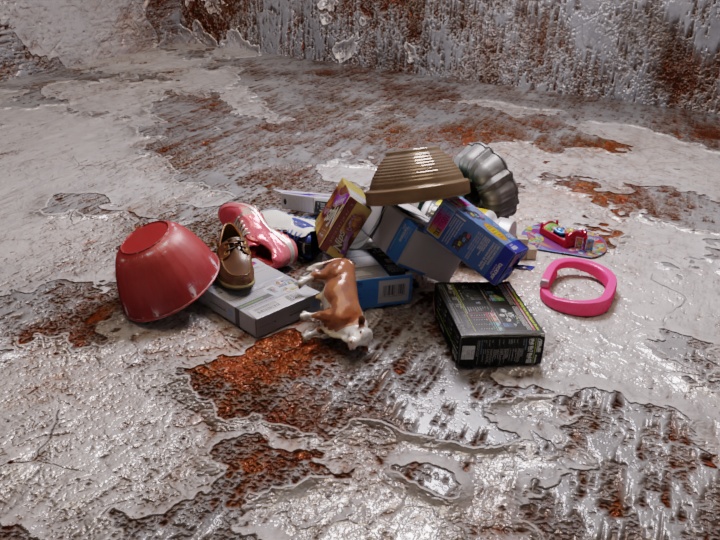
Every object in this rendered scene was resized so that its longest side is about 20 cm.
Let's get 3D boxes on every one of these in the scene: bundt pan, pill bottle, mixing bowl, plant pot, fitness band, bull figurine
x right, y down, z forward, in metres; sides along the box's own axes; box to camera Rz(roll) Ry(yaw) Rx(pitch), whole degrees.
[{"bbox_3d":[0.278,-0.194,1.768,0.075,0.205,0.201,-31,38,-23],"label":"bundt pan"},{"bbox_3d":[0.227,-0.080,1.603,0.196,0.117,0.114,14,27,23],"label":"pill bottle"},{"bbox_3d":[-0.362,-0.017,1.343,0.195,0.110,0.202,-15,33,10],"label":"mixing bowl"},{"bbox_3d":[0.102,-0.177,1.379,0.195,0.095,0.201,-6,9,1],"label":"plant pot"},{"bbox_3d":[0.434,0.029,1.491,0.141,0.038,0.200,14,29,22],"label":"fitness band"},{"bbox_3d":[-0.046,0.064,1.294,0.118,0.066,0.203,-6,49,-3],"label":"bull figurine"}]

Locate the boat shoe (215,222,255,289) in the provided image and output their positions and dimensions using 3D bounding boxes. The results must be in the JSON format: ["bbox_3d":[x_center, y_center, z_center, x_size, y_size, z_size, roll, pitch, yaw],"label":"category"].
[{"bbox_3d":[-0.241,-0.028,1.410,0.070,0.069,0.201,-5,27,-15],"label":"boat shoe"}]

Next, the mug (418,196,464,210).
[{"bbox_3d":[0.152,-0.177,1.741,0.182,0.155,0.114,23,18,12],"label":"mug"}]

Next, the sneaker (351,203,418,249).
[{"bbox_3d":[0.044,-0.126,1.642,0.197,0.077,0.081,-30,7,16],"label":"sneaker"}]

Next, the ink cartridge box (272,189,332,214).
[{"bbox_3d":[-0.079,-0.156,1.751,0.194,0.045,0.198,1,11,-35],"label":"ink cartridge box"}]

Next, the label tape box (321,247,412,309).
[{"bbox_3d":[0.000,0.000,1.474,0.140,0.068,0.200,-6,29,-19],"label":"label tape box"}]

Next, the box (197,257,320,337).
[{"bbox_3d":[-0.194,0.045,1.389,0.198,0.042,0.154,26,34,37],"label":"box"}]

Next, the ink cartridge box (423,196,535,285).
[{"bbox_3d":[0.228,-0.048,1.385,0.199,0.077,0.136,40,19,14],"label":"ink cartridge box"}]

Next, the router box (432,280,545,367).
[{"bbox_3d":[0.218,0.089,1.314,0.146,0.064,0.201,-1,26,-8],"label":"router box"}]

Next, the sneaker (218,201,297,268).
[{"bbox_3d":[-0.221,-0.074,1.527,0.198,0.075,0.087,35,28,13],"label":"sneaker"}]

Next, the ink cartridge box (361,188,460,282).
[{"bbox_3d":[0.094,-0.071,1.492,0.143,0.085,0.200,20,16,-36],"label":"ink cartridge box"}]

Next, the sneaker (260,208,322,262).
[{"bbox_3d":[-0.146,-0.073,1.591,0.194,0.083,0.116,0,23,-10],"label":"sneaker"}]

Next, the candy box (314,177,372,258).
[{"bbox_3d":[-0.037,-0.105,1.486,0.056,0.118,0.200,31,12,-13],"label":"candy box"}]

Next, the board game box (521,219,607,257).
[{"bbox_3d":[0.472,-0.088,1.728,0.195,0.040,0.158,10,27,14],"label":"board game box"}]

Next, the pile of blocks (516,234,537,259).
[{"bbox_3d":[0.313,-0.086,1.685,0.197,0.064,0.082,20,31,31],"label":"pile of blocks"}]
